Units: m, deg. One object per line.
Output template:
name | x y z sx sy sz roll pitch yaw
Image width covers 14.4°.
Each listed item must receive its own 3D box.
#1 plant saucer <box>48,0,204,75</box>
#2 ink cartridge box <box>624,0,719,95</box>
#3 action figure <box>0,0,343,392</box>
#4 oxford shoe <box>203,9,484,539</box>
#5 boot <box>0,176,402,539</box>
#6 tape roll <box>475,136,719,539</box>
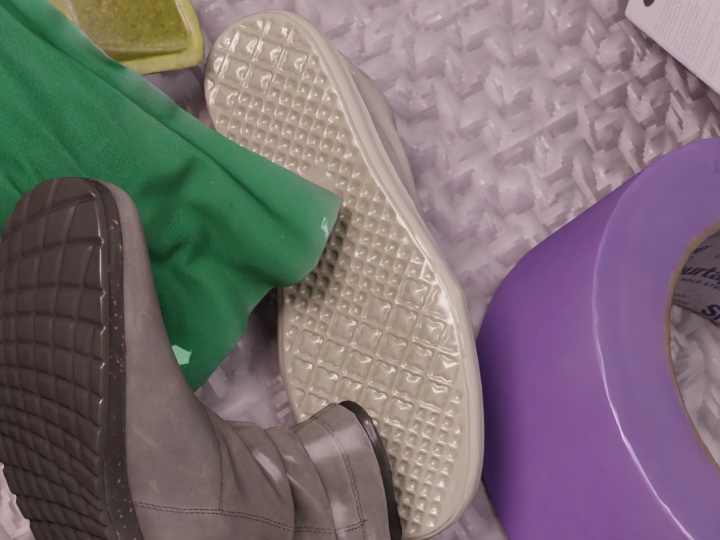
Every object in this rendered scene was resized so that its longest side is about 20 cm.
plant saucer | -0.176 -0.138 0.988 0.199 0.048 0.201 -13 75 -38
ink cartridge box | 0.211 -0.073 1.180 0.198 0.043 0.200 23 16 -23
action figure | -0.107 -0.040 0.937 0.118 0.055 0.200 -52 125 -10
oxford shoe | 0.000 0.000 1.031 0.201 0.075 0.058 70 16 11
boot | -0.050 0.060 0.942 0.130 0.068 0.201 -13 102 -40
tape roll | 0.147 0.055 1.086 0.199 0.085 0.201 16 59 -28
